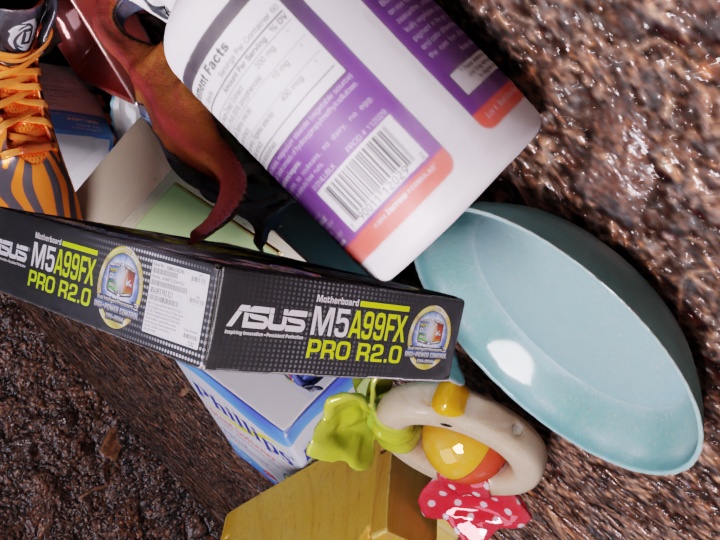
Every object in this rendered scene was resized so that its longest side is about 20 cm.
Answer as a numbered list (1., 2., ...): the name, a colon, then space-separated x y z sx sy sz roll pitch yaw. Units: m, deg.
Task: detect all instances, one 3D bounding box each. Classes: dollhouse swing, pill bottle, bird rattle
1. dollhouse swing: 0.002 0.259 0.969 0.176 0.199 0.183 47 -155 -24
2. pill bottle: -0.021 -0.102 0.518 0.200 0.111 0.111 46 160 -1
3. bird rattle: 0.065 0.135 0.813 0.200 0.113 0.163 43 150 -17

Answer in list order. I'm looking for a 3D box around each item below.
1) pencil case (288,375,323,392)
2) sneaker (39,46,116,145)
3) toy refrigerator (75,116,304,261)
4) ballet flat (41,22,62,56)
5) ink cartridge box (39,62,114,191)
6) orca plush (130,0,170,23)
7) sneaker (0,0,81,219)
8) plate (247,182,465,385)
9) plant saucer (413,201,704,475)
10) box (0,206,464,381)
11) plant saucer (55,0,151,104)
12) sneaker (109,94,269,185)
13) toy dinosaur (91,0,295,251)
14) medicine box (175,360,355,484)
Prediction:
1. pencil case: -0.089 0.027 0.958 0.199 0.078 0.087 30 166 38
2. sneaker: -0.245 -0.129 0.946 0.070 0.090 0.201 17 145 53
3. toy refrigerator: -0.095 -0.016 0.769 0.200 0.076 0.070 36 -169 -48
4. ballet flat: -0.268 -0.186 0.825 0.200 0.046 0.068 33 151 58
5. ink cartridge box: -0.244 -0.089 0.859 0.200 0.067 0.117 -126 45 -56
6. orca plush: -0.126 -0.216 0.587 0.201 0.105 0.071 57 136 18
7. sneaker: -0.217 -0.105 0.678 0.112 0.077 0.201 -46 69 42
8. plate: 0.000 0.000 0.728 0.200 0.026 0.200 42 -177 -2
9. plant saucer: 0.114 0.031 0.619 0.199 0.036 0.201 40 160 17
10. box: -0.073 0.011 0.561 0.159 0.045 0.199 8 -176 -45
11. plant saucer: -0.211 -0.215 0.738 0.201 0.037 0.199 60 166 -25
12. sneaker: -0.115 -0.078 0.829 0.080 0.077 0.201 12 146 32
13. toy dinosaur: -0.093 -0.108 0.615 0.181 0.105 0.200 40 -171 8
14. medicine box: -0.067 0.137 1.089 0.181 0.103 0.201 29 155 38
